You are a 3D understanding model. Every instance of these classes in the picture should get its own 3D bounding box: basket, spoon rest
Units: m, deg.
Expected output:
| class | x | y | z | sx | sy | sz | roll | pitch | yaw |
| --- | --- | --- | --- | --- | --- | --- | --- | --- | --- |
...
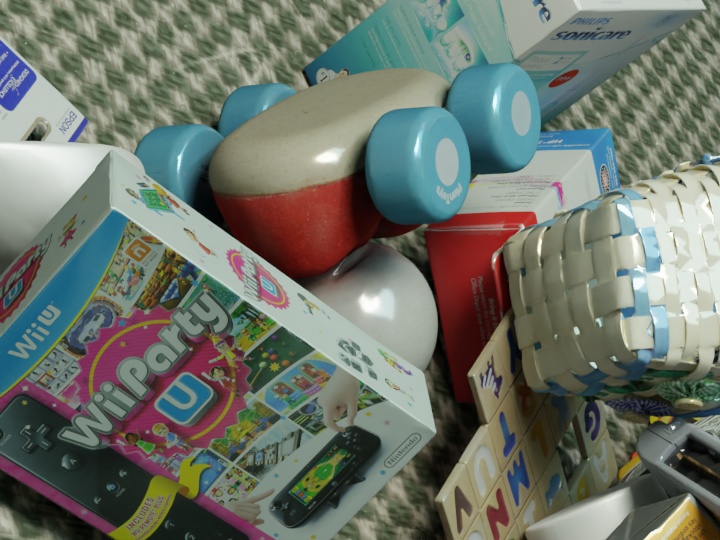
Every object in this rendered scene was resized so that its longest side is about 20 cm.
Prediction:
| class | x | y | z | sx | sy | sz | roll | pitch | yaw |
| --- | --- | --- | --- | --- | --- | --- | --- | --- | --- |
| basket | 0.192 | 0.010 | 1.330 | 0.199 | 0.176 | 0.140 | -10 | 83 | -26 |
| spoon rest | -0.176 | -0.031 | 1.153 | 0.061 | 0.099 | 0.200 | 56 | 22 | 19 |

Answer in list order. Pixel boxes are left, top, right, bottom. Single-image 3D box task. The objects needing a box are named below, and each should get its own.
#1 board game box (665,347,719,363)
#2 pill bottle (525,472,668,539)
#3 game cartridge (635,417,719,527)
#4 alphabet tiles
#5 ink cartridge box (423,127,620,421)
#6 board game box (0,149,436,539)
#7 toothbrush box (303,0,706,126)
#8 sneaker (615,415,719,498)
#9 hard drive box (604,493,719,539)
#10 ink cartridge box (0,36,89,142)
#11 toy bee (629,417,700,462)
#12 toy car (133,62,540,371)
| class | x | y | z | sx | sy | sz | roll | pitch | yaw |
| --- | --- | --- | --- | --- | --- | --- | --- | --- | --- |
| board game box | 0.282 | 0.017 | 1.616 | 0.200 | 0.151 | 0.046 | -10 | 69 | -53 |
| pill bottle | 0.169 | 0.220 | 1.334 | 0.111 | 0.111 | 0.201 | -18 | 82 | -53 |
| game cartridge | 0.223 | 0.150 | 1.234 | 0.133 | 0.042 | 0.200 | 53 | -7 | -17 |
| alphabet tiles | 0.095 | 0.108 | 1.363 | 0.200 | 0.008 | 0.168 | -54 | 136 | -47 |
| ink cartridge box | 0.099 | 0.003 | 1.448 | 0.200 | 0.067 | 0.117 | -44 | 127 | -55 |
| board game box | -0.087 | 0.059 | 1.149 | 0.200 | 0.148 | 0.064 | 36 | 20 | -23 |
| toothbrush box | 0.089 | -0.144 | 1.484 | 0.146 | 0.200 | 0.085 | -8 | 67 | -52 |
| sneaker | 0.228 | 0.113 | 1.419 | 0.078 | 0.200 | 0.082 | 51 | 19 | 3 |
| hard drive box | 0.173 | 0.242 | 1.231 | 0.200 | 0.077 | 0.156 | 47 | 70 | -3 |
| ink cartridge box | -0.235 | -0.115 | 1.229 | 0.200 | 0.037 | 0.095 | 42 | 36 | -12 |
| toy bee | 0.221 | 0.107 | 1.523 | 0.200 | 0.109 | 0.131 | 57 | -11 | -22 |
| toy car | 0.000 | 0.000 | 1.332 | 0.177 | 0.184 | 0.201 | -34 | 117 | -56 |
